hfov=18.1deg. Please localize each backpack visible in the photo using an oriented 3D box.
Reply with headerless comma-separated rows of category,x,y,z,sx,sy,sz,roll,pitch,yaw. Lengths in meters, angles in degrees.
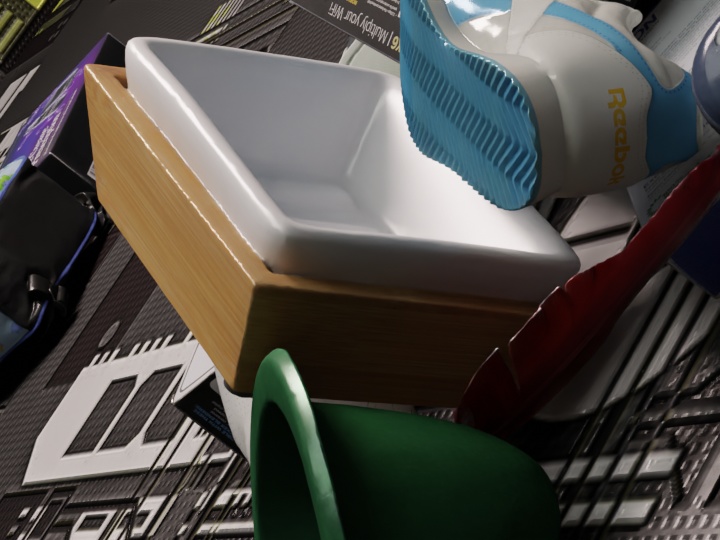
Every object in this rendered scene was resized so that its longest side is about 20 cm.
backpack,-0.325,0.013,1.795,0.200,0.147,0.183,-45,15,29

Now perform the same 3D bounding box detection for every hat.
hat,0.061,0.092,0.814,0.201,0.175,0.166,96,161,-49

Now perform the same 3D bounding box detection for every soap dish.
soap dish,-0.016,-0.018,0.928,0.200,0.157,0.082,49,126,52

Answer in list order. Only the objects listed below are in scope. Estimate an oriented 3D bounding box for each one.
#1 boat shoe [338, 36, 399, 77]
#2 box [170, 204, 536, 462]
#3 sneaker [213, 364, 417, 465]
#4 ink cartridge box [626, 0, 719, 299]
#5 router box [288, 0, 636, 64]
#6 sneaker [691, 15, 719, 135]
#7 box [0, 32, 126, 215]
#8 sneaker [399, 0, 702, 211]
boat shoe,0.025,-0.120,1.299,0.060,0.075,0.201,90,-172,-49
box,0.000,0.000,1.111,0.200,0.060,0.117,-38,21,37
sneaker,-0.025,0.074,0.999,0.200,0.075,0.089,-113,26,-47
ink cartridge box,0.178,-0.103,0.889,0.196,0.043,0.200,-48,15,16
router box,0.059,-0.164,1.035,0.200,0.052,0.158,37,106,55
sneaker,0.180,-0.103,0.738,0.200,0.082,0.071,-30,67,33
box,-0.253,-0.093,1.949,0.141,0.079,0.200,-44,18,32
sneaker,0.066,-0.079,0.894,0.200,0.080,0.077,-125,29,-59
